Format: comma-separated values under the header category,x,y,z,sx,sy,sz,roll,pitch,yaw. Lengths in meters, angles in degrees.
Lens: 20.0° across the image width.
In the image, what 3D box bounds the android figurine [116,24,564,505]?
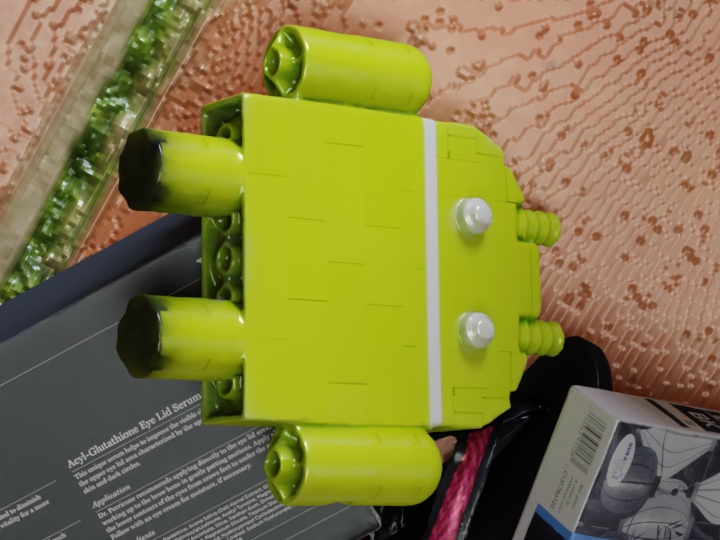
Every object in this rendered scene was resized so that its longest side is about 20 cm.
category,x,y,z,sx,sy,sz,roll,pitch,yaw
android figurine,0.000,0.000,0.787,0.199,0.041,0.183,7,79,-35

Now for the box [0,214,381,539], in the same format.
category,x,y,z,sx,sy,sz,roll,pitch,yaw
box,-0.112,0.079,0.829,0.200,0.079,0.141,-28,106,4

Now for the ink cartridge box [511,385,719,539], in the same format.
category,x,y,z,sx,sy,sz,roll,pitch,yaw
ink cartridge box,0.154,0.111,0.835,0.199,0.039,0.100,10,105,-32

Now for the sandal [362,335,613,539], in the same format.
category,x,y,z,sx,sy,sz,roll,pitch,yaw
sandal,0.028,0.104,0.844,0.045,0.075,0.200,38,102,-28
